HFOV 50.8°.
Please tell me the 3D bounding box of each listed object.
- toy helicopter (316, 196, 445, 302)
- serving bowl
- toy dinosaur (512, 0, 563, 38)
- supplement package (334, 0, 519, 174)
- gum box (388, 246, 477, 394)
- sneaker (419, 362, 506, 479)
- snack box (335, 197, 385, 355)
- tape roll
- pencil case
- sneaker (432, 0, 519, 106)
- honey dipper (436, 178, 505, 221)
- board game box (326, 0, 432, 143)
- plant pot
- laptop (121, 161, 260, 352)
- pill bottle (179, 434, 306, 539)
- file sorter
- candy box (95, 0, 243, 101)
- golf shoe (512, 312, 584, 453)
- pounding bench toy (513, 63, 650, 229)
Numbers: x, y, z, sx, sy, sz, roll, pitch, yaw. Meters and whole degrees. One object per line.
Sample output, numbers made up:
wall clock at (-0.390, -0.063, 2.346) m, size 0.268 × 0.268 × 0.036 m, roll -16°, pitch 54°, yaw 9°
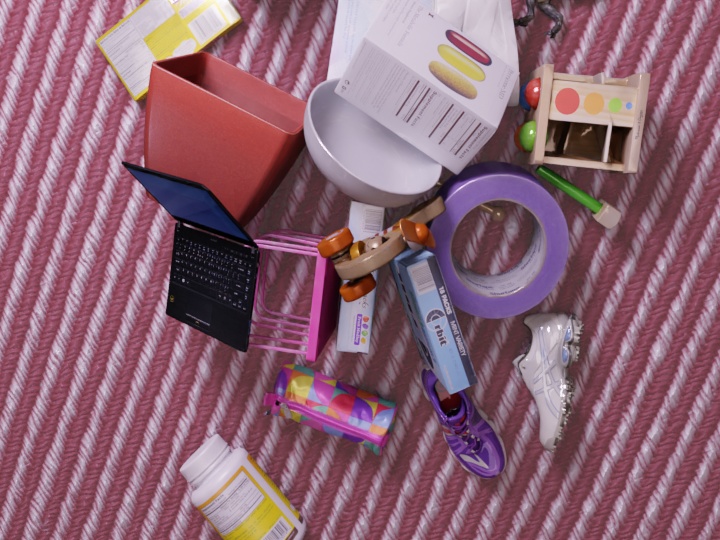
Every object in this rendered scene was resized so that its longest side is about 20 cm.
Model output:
toy helicopter at (0.049, -0.047, 0.933) m, size 0.131 × 0.199 × 0.080 m, roll -18°, pitch 105°, yaw 48°
serving bowl at (0.008, -0.157, 0.995) m, size 0.198 × 0.201 × 0.066 m, roll 37°, pitch 133°, yaw -3°
toy dinosaur at (0.252, -0.377, 1.051) m, size 0.194 × 0.047 × 0.091 m, roll 11°, pitch 92°, yaw -2°
supplement package at (0.086, -0.242, 0.974) m, size 0.197 × 0.110 × 0.115 m, roll 31°, pitch 57°, yaw -7°
gum box at (0.092, 0.057, 1.036) m, size 0.043 × 0.200 × 0.174 m, roll -20°, pitch 99°, yaw -3°
sneaker at (0.147, 0.228, 1.121) m, size 0.080 × 0.083 × 0.202 m, roll -33°, pitch 96°, yaw 8°
snack box at (0.000, 0.000, 1.067) m, size 0.051 × 0.142 × 0.206 m, roll 7°, pitch 98°, yaw 0°
tape roll at (0.187, -0.043, 1.062) m, size 0.194 × 0.085 × 0.206 m, roll 1°, pitch 110°, yaw 2°
pencil case at (-0.044, 0.206, 1.129) m, size 0.195 × 0.088 × 0.091 m, roll 18°, pitch 99°, yaw 0°
sneaker at (0.149, -0.310, 1.017) m, size 0.112 × 0.074 × 0.205 m, roll -13°, pitch 115°, yaw 6°
honey dipper at (0.123, -0.122, 1.100) m, size 0.196 × 0.038 × 0.039 m, roll 25°, pitch 99°, yaw -5°
board game box at (0.052, -0.282, 1.073) m, size 0.193 × 0.043 × 0.206 m, roll 10°, pitch 98°, yaw -1°
plant pot at (-0.187, -0.166, 1.039) m, size 0.196 × 0.200 × 0.180 m, roll 25°, pitch 112°, yaw 0°
laptop at (-0.217, -0.016, 0.940) m, size 0.174 × 0.102 × 0.206 m, roll 18°, pitch 103°, yaw 39°
pill bottle at (-0.179, 0.349, 1.143) m, size 0.109 × 0.109 × 0.201 m, roll -39°, pitch 94°, yaw 8°
file sorter at (-0.097, 0.023, 1.049) m, size 0.122 × 0.200 × 0.143 m, roll 8°, pitch 99°, yaw 5°
candy box at (-0.275, -0.345, 1.094) m, size 0.198 × 0.026 × 0.103 m, roll -34°, pitch 92°, yaw 7°
golf shoe at (0.271, 0.161, 1.120) m, size 0.095 × 0.078 × 0.206 m, roll 8°, pitch 93°, yaw 19°
pounding bench toy at (0.287, -0.166, 1.036) m, size 0.151 × 0.124 × 0.206 m, roll 5°, pitch 98°, yaw 3°
